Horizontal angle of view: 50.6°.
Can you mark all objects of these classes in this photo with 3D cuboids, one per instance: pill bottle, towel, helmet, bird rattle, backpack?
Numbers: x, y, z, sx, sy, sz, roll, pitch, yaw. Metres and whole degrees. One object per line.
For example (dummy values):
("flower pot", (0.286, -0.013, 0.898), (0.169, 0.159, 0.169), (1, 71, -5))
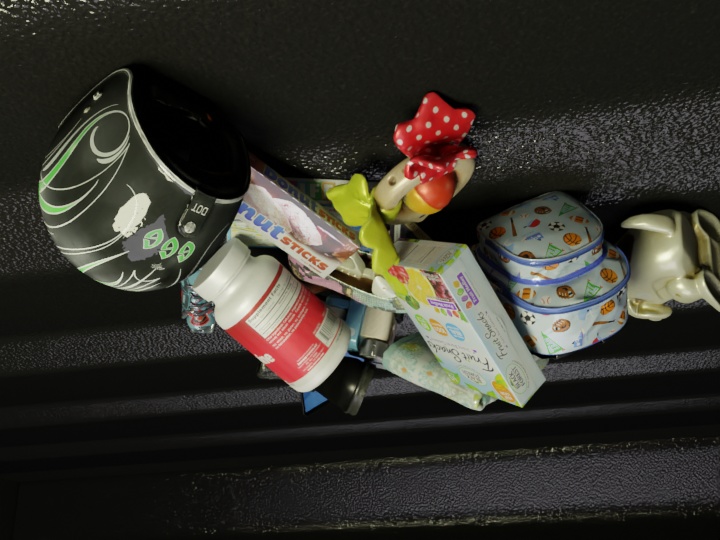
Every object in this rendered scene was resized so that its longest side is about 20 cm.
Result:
("pill bottle", (-0.115, 0.055, 0.986), (0.200, 0.113, 0.112), (43, 140, -17))
("towel", (0.154, 0.122, 1.086), (0.169, 0.049, 0.198), (15, -154, 41))
("helmet", (-0.220, -0.078, 0.752), (0.190, 0.203, 0.198), (-36, 143, 27))
("bird rattle", (0.062, -0.104, 0.841), (0.162, 0.113, 0.201), (-8, 143, -54))
("backpack", (0.235, 0.006, 0.934), (0.197, 0.191, 0.156), (-27, 134, -11))

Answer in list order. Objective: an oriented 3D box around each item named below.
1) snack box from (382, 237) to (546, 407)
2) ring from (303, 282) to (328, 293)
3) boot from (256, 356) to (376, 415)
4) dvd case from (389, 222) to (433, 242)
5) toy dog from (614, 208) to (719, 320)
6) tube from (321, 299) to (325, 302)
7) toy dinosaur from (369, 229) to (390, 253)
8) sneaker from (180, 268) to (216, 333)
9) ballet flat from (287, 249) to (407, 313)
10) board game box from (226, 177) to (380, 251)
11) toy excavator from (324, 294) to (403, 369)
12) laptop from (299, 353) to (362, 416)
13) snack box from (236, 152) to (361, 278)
("snack box", (0.116, 0.058, 0.896), (0.201, 0.053, 0.142), (56, 161, -22))
("ring", (-0.070, 0.062, 1.224), (0.197, 0.019, 0.202), (-21, 152, -11))
("boot", (-0.073, 0.147, 1.128), (0.156, 0.081, 0.211), (24, 169, -11))
("dvd case", (0.107, 0.023, 0.981), (0.016, 0.200, 0.149), (-37, 157, -17))
("toy dog", (0.377, 0.003, 1.049), (0.192, 0.142, 0.199), (16, 153, -37))
("tube", (-0.099, 0.061, 1.270), (0.058, 0.052, 0.199), (36, -172, 38))
("toy dinosaur", (0.013, -0.010, 1.105), (0.086, 0.048, 0.201), (-14, 156, -7))
("sneaker", (-0.229, 0.038, 1.129), (0.078, 0.097, 0.201), (0, 158, -7))
("ballet flat", (0.000, 0.000, 0.960), (0.196, 0.070, 0.072), (18, 153, 6))
("board game box", (-0.071, -0.070, 0.965), (0.196, 0.035, 0.135), (2, 158, -10))
("toy excavator", (-0.043, 0.068, 1.125), (0.196, 0.102, 0.195), (10, 164, 10))
("laptop", (-0.014, 0.155, 1.329), (0.176, 0.105, 0.199), (-26, 176, -35))
("snack box", (-0.094, -0.068, 0.875), (0.199, 0.025, 0.072), (36, 128, -25))
